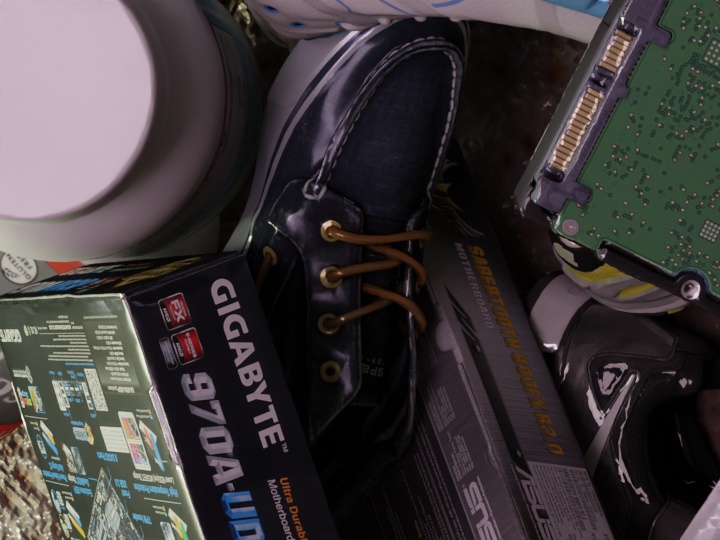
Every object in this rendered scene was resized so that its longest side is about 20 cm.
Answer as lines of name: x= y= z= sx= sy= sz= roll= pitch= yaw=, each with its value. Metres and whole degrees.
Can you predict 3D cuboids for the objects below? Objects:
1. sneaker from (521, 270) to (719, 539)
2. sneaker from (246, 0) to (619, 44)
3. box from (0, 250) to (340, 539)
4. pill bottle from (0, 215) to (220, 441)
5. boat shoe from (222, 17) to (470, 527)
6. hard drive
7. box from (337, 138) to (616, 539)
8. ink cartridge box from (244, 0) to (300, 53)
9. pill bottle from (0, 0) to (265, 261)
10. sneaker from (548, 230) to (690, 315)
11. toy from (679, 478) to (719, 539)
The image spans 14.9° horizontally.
sneaker: x=0.092 y=0.106 z=1.020 sx=0.090 sy=0.066 sz=0.201 roll=13 pitch=100 yaw=31
sneaker: x=0.010 y=-0.106 z=0.889 sx=0.199 sy=0.075 sz=0.087 roll=24 pitch=130 yaw=11
box: x=-0.064 y=0.077 z=0.948 sx=0.200 sy=0.046 sz=0.160 roll=-5 pitch=104 yaw=70
pill bottle: x=-0.161 y=0.008 z=1.129 sx=0.200 sy=0.116 sz=0.116 roll=-38 pitch=77 yaw=29
boat shoe: x=0.000 y=0.000 z=0.957 sx=0.091 sy=0.071 sz=0.201 roll=55 pitch=131 yaw=41
hard drive: x=0.164 y=-0.036 z=0.829 sx=0.199 sy=0.038 sz=0.140 roll=25 pitch=99 yaw=-9
box: x=0.004 y=0.071 z=1.024 sx=0.158 sy=0.048 sz=0.201 roll=-47 pitch=49 yaw=35
ink cartridge box: x=0.021 y=-0.194 z=1.014 sx=0.200 sy=0.085 sz=0.146 roll=-37 pitch=78 yaw=27
pill bottle: x=-0.095 y=-0.057 z=0.932 sx=0.108 sy=0.200 sz=0.110 roll=0 pitch=91 yaw=4
sneaker: x=0.143 y=-0.065 z=0.954 sx=0.075 sy=0.076 sz=0.200 roll=41 pitch=102 yaw=21
toy: x=0.148 y=0.148 z=0.996 sx=0.115 sy=0.047 sz=0.201 roll=32 pitch=115 yaw=3
